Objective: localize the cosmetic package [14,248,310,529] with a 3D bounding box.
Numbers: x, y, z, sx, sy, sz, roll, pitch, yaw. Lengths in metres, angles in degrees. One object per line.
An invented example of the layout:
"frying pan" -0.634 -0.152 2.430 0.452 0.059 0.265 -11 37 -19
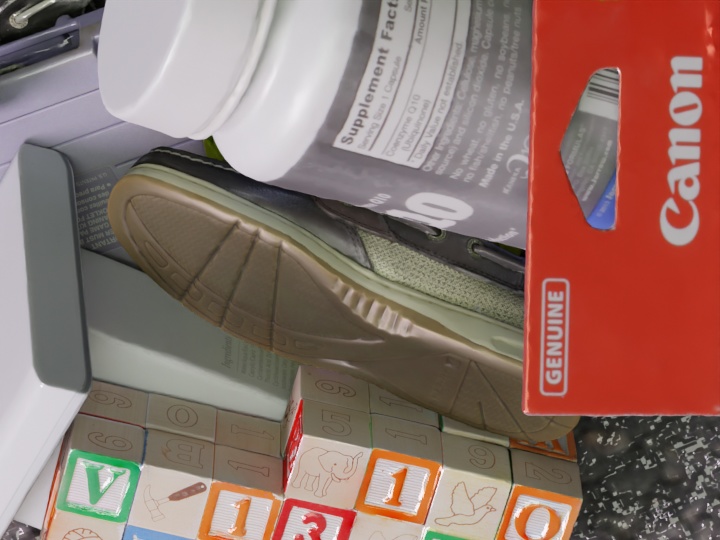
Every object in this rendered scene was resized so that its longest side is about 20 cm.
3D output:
"cosmetic package" -0.049 0.077 1.252 0.200 0.074 0.102 23 114 -10

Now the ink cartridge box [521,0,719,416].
"ink cartridge box" 0.149 -0.043 1.073 0.173 0.044 0.200 1 91 -15

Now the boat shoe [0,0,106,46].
"boat shoe" -0.130 -0.117 1.218 0.200 0.071 0.064 -34 104 15

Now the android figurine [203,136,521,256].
"android figurine" 0.018 -0.064 1.206 0.200 0.041 0.182 11 110 -20

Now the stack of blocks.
"stack of blocks" -0.024 0.102 1.191 0.200 0.059 0.115 13 116 -7

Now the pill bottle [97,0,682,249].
"pill bottle" 0.012 -0.078 1.112 0.200 0.114 0.114 14 109 -22

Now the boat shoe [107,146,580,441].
"boat shoe" 0.001 0.000 1.166 0.201 0.066 0.072 25 143 0

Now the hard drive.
"hard drive" -0.163 0.063 1.217 0.027 0.132 0.200 14 132 -24

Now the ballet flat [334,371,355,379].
"ballet flat" 0.074 0.029 1.237 0.200 0.066 0.057 2 84 -18

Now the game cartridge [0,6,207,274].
"game cartridge" -0.156 -0.032 1.239 0.200 0.038 0.130 -18 139 11
